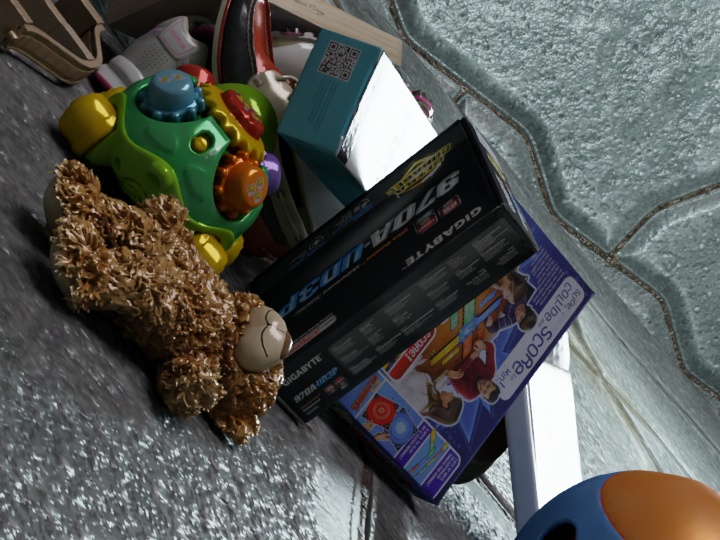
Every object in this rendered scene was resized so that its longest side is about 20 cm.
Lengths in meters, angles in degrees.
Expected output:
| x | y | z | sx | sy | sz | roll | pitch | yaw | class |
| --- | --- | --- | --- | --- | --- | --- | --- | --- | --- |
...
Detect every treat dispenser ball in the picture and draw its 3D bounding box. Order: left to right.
| x | y | z | sx | sy | sz | roll | pitch | yaw | class |
| --- | --- | --- | --- | --- | --- | --- | --- | --- | --- |
| 0.185 | 0.232 | 1.303 | 0.201 | 0.201 | 0.201 | 50 | 10 | -13 | treat dispenser ball |

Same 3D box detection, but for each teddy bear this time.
| x | y | z | sx | sy | sz | roll | pitch | yaw | class |
| --- | --- | --- | --- | --- | --- | --- | --- | --- | --- |
| -0.105 | 0.015 | 1.118 | 0.200 | 0.067 | 0.145 | 48 | 13 | -21 | teddy bear |

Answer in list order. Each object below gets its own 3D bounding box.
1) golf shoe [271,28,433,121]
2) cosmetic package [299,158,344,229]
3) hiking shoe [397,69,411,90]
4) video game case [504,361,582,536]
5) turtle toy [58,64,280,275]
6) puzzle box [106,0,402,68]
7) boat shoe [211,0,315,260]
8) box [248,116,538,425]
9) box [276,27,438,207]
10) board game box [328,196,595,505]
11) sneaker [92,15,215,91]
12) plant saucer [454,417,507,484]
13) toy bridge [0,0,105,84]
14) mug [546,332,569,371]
| x | y | z | sx | sy | sz | roll | pitch | yaw | class |
| --- | --- | --- | --- | --- | --- | --- | --- | --- | --- |
| -0.015 | -0.120 | 1.546 | 0.199 | 0.072 | 0.093 | 26 | 61 | -40 | golf shoe |
| -0.038 | -0.063 | 1.668 | 0.104 | 0.073 | 0.200 | 54 | 10 | 9 | cosmetic package |
| 0.016 | -0.115 | 1.724 | 0.101 | 0.075 | 0.200 | 59 | 18 | -5 | hiking shoe |
| 0.152 | 0.173 | 1.596 | 0.182 | 0.023 | 0.201 | 23 | 60 | -71 | video game case |
| -0.109 | -0.078 | 1.319 | 0.146 | 0.101 | 0.200 | 52 | 10 | -4 | turtle toy |
| -0.081 | -0.185 | 1.550 | 0.199 | 0.133 | 0.026 | 22 | 63 | -42 | puzzle box |
| -0.068 | -0.108 | 1.442 | 0.071 | 0.062 | 0.201 | -2 | 89 | -70 | boat shoe |
| 0.017 | -0.003 | 1.348 | 0.046 | 0.200 | 0.159 | 48 | 12 | -23 | box |
| 0.001 | -0.099 | 1.433 | 0.049 | 0.083 | 0.200 | 21 | -8 | 17 | box |
| 0.067 | 0.048 | 1.422 | 0.135 | 0.200 | 0.034 | 47 | -17 | -29 | board game box |
| -0.124 | -0.142 | 1.506 | 0.082 | 0.088 | 0.200 | 53 | 10 | 6 | sneaker |
| 0.083 | 0.068 | 1.568 | 0.200 | 0.029 | 0.202 | 11 | 77 | -58 | plant saucer |
| -0.210 | -0.160 | 1.358 | 0.067 | 0.027 | 0.200 | 53 | 10 | -2 | toy bridge |
| 0.090 | 0.052 | 1.710 | 0.176 | 0.147 | 0.200 | 54 | 35 | -17 | mug |
